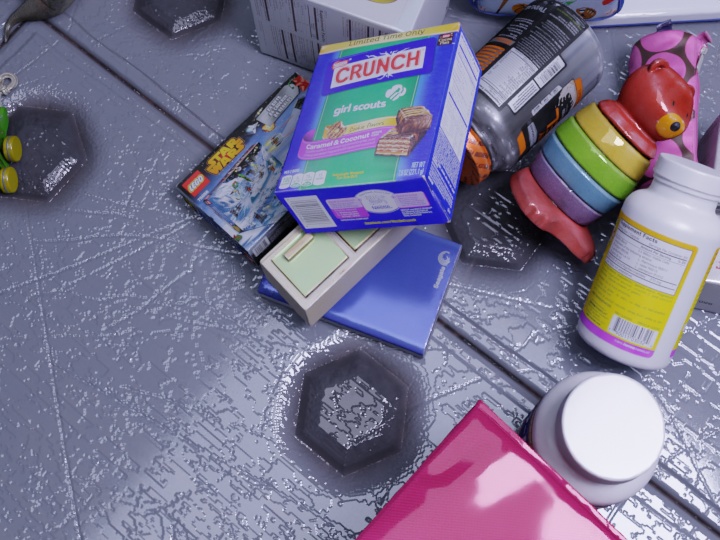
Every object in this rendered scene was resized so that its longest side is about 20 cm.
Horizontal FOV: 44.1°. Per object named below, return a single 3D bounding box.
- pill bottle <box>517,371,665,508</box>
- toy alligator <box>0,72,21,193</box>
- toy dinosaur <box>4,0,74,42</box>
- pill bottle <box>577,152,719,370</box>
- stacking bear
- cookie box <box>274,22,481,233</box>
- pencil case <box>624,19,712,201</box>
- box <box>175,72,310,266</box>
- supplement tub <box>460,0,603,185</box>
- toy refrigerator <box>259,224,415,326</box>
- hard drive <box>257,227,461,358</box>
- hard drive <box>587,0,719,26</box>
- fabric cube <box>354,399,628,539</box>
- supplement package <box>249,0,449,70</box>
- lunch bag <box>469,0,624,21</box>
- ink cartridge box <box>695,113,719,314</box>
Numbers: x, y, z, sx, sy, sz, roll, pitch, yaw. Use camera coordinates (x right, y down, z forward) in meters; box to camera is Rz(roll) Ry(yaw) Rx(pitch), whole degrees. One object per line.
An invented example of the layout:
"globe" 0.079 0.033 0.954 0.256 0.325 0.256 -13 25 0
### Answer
"pill bottle" 0.216 0.162 0.842 0.117 0.201 0.122 -1 71 2
"toy alligator" -0.436 -0.155 1.046 0.058 0.054 0.204 -1 72 1
"toy dinosaur" -0.384 -0.370 1.101 0.101 0.077 0.203 24 87 -24
"pill bottle" 0.300 -0.010 0.899 0.102 0.104 0.204 20 109 9
"stacking bear" 0.263 -0.129 0.937 0.200 0.120 0.115 -46 33 23
"cookie box" 0.021 -0.145 0.909 0.168 0.075 0.203 -3 55 27
"pencil case" 0.345 -0.169 0.999 0.092 0.090 0.204 -4 72 34
"box" -0.095 -0.119 1.014 0.200 0.040 0.136 -45 61 -11
"supplement tub" 0.168 -0.198 1.002 0.200 0.123 0.123 -43 75 -10
"toy refrigerator" -0.009 -0.042 0.959 0.200 0.070 0.076 -43 75 -11
"hard drive" 0.000 0.000 0.995 0.196 0.025 0.134 20 74 8
"hard drive" 0.360 -0.367 1.092 0.195 0.025 0.135 -3 72 1
"fabric cube" 0.107 0.274 0.811 0.196 0.201 0.199 42 78 15
"supplement package" -0.008 -0.323 1.034 0.197 0.151 0.154 21 73 9
"lunch bag" 0.203 -0.349 0.999 0.196 0.160 0.077 6 78 14
"ink cartridge box" 0.437 -0.053 0.965 0.141 0.084 0.204 12 73 6
